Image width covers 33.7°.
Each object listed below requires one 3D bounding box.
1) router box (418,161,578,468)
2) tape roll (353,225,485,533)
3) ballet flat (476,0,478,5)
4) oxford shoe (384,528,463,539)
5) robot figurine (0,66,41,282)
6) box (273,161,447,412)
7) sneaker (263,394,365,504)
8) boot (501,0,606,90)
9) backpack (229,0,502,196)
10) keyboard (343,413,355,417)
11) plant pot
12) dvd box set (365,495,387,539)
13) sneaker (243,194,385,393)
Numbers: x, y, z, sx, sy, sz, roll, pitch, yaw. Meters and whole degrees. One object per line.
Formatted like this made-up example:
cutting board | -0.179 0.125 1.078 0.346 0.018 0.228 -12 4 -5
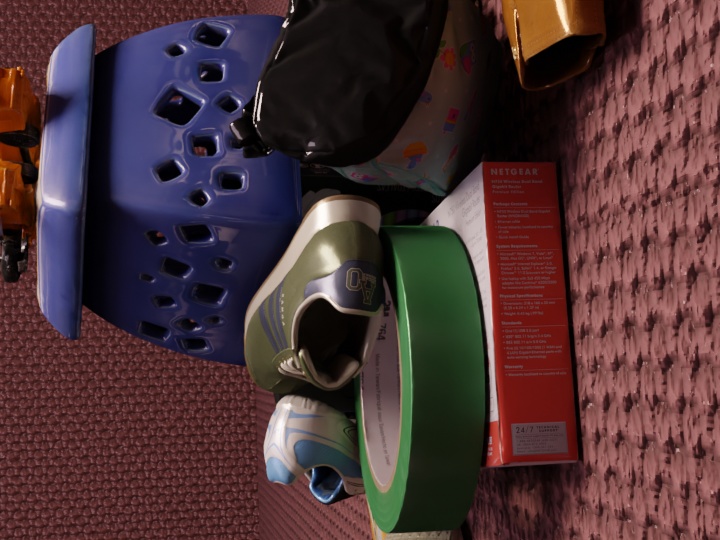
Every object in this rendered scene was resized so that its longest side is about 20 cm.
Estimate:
router box | 0.083 0.040 0.791 0.200 0.048 0.181 131 137 -76
tape roll | 0.034 0.071 0.792 0.200 0.048 0.203 179 90 -81
ballet flat | 0.061 -0.203 0.868 0.071 0.070 0.202 143 126 -78
oxford shoe | 0.060 0.248 0.913 0.058 0.075 0.200 54 -174 -22
robot figurine | -0.268 -0.073 0.887 0.200 0.058 0.147 139 134 -72
box | 0.000 0.000 0.970 0.124 0.147 0.202 -114 27 -64
sneaker | -0.002 0.149 0.927 0.071 0.199 0.073 11 81 43
boot | 0.090 -0.175 0.685 0.201 0.070 0.146 -172 75 -85
backpack | 0.017 -0.120 0.759 0.168 0.126 0.200 -64 -16 1
keyboard | -0.032 0.110 1.078 0.200 0.021 0.127 50 -158 13
plant pot | -0.149 -0.062 0.897 0.201 0.178 0.202 110 159 -54
dvd box set | 0.029 0.251 1.117 0.201 0.029 0.147 -103 6 -49
sneaker | -0.033 0.046 0.795 0.201 0.066 0.090 118 152 -47
